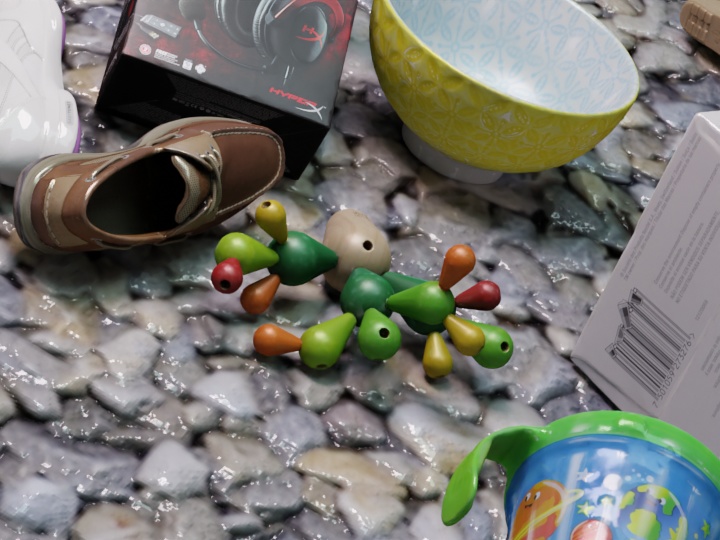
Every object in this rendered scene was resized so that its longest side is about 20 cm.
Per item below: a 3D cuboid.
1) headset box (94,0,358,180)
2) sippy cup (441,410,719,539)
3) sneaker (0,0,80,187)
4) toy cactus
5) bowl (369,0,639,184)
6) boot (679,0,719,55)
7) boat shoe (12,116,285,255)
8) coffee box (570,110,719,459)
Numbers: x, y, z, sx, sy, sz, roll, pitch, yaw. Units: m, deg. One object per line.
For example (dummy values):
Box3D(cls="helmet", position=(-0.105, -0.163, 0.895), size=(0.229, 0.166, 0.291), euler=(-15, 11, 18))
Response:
Box3D(cls="headset box", position=(-0.081, -0.181, 1.814), size=(0.148, 0.075, 0.201), euler=(20, 57, -11))
Box3D(cls="sippy cup", position=(0.134, 0.169, 1.472), size=(0.177, 0.140, 0.131), euler=(5, 39, 14))
Box3D(cls="sneaker", position=(-0.234, -0.127, 1.689), size=(0.099, 0.075, 0.200), euler=(12, 33, -25))
Box3D(cls="toy cactus", position=(0.000, 0.000, 1.671), size=(0.199, 0.103, 0.165), euler=(9, 23, -11))
Box3D(cls="bowl", position=(0.085, -0.127, 1.898), size=(0.199, 0.108, 0.200), euler=(18, 31, -12))
Box3D(cls="boot", position=(0.375, -0.172, 2.219), size=(0.166, 0.073, 0.200), euler=(-1, 36, -35))
Box3D(cls="boat shoe", position=(-0.116, -0.048, 1.640), size=(0.200, 0.076, 0.072), euler=(-21, 18, -41))
Box3D(cls="coffee box", position=(0.296, 0.031, 1.722), size=(0.197, 0.200, 0.200), euler=(-8, 44, -44))
